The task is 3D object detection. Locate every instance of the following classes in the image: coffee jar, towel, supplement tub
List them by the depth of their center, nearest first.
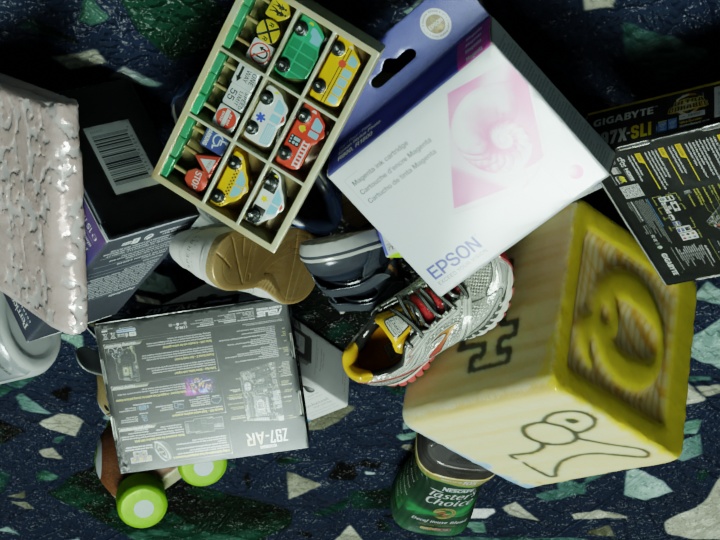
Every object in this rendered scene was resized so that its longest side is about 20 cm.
[{"bbox_3d":[-0.297,-0.066,1.380,0.190,0.032,0.203,22,120,42],"label":"towel"},{"bbox_3d":[-0.421,0.066,1.674,0.198,0.124,0.123,-14,142,23],"label":"supplement tub"},{"bbox_3d":[0.102,0.237,1.909,0.103,0.086,0.201,8,145,-7],"label":"coffee jar"}]

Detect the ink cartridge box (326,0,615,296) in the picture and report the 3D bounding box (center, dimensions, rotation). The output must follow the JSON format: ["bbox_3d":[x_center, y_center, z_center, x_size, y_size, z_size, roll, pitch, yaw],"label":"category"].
[{"bbox_3d":[0.071,-0.104,1.316,0.200,0.043,0.196,45,123,-12],"label":"ink cartridge box"}]

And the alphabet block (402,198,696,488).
[{"bbox_3d":[0.183,0.077,1.543,0.194,0.199,0.199,29,149,-35],"label":"alphabet block"}]

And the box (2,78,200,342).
[{"bbox_3d":[-0.253,-0.051,1.440,0.104,0.149,0.200,-18,163,-41],"label":"box"}]

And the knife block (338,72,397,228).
[{"bbox_3d":[0.067,-0.118,1.411,0.173,0.065,0.201,2,146,3],"label":"knife block"}]

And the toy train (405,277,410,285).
[{"bbox_3d":[0.034,0.027,1.657,0.045,0.034,0.200,-6,148,35],"label":"toy train"}]

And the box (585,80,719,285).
[{"bbox_3d":[0.297,-0.071,1.354,0.158,0.050,0.200,-14,140,27],"label":"box"}]

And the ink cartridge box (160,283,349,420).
[{"bbox_3d":[-0.117,0.094,1.736,0.115,0.067,0.199,-24,137,33],"label":"ink cartridge box"}]

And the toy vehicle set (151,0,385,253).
[{"bbox_3d":[-0.078,-0.130,1.327,0.123,0.027,0.201,30,115,1],"label":"toy vehicle set"}]

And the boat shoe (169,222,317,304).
[{"bbox_3d":[-0.101,-0.016,1.454,0.069,0.072,0.199,17,-179,27],"label":"boat shoe"}]

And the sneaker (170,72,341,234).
[{"bbox_3d":[-0.081,-0.100,1.408,0.077,0.085,0.200,-48,127,5],"label":"sneaker"}]

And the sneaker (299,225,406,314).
[{"bbox_3d":[0.000,0.000,1.486,0.077,0.081,0.200,-8,-178,16],"label":"sneaker"}]

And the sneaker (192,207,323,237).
[{"bbox_3d":[-0.092,-0.051,1.518,0.082,0.074,0.199,-31,135,33],"label":"sneaker"}]

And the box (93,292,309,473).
[{"bbox_3d":[-0.159,0.112,1.636,0.197,0.044,0.162,-9,103,1],"label":"box"}]

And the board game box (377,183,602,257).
[{"bbox_3d":[0.127,-0.070,1.428,0.199,0.045,0.134,-26,167,31],"label":"board game box"}]

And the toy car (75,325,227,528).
[{"bbox_3d":[-0.252,0.141,1.737,0.157,0.165,0.201,-34,119,3],"label":"toy car"}]

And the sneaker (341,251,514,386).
[{"bbox_3d":[0.062,0.045,1.467,0.200,0.078,0.082,-46,159,28],"label":"sneaker"}]
